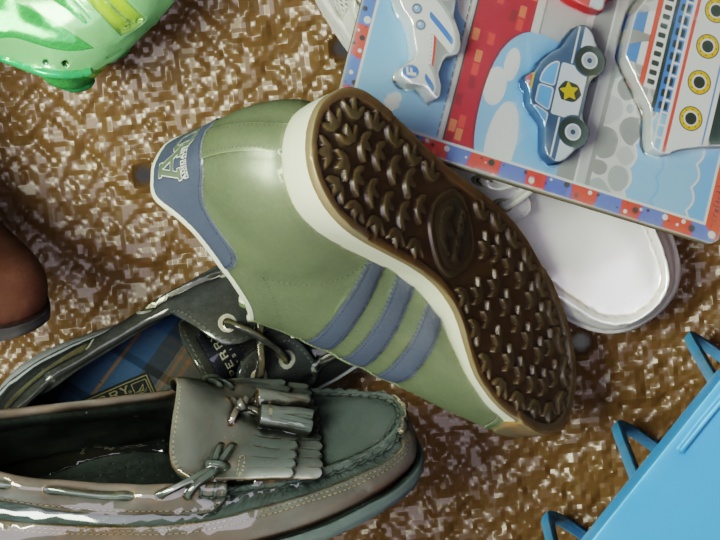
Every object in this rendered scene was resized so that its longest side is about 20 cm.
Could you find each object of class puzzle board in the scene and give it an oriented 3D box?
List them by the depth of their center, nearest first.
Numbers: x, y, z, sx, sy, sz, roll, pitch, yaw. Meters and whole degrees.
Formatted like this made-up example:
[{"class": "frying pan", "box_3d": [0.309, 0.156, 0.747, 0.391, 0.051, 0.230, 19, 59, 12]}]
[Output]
[{"class": "puzzle board", "box_3d": [0.084, -0.126, 0.905, 0.150, 0.017, 0.201, 16, 81, -10]}]

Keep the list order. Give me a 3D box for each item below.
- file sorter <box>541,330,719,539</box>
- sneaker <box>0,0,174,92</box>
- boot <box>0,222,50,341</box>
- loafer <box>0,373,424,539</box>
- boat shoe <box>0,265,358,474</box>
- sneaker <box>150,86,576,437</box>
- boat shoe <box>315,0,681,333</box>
[{"class": "file sorter", "box_3d": [0.122, 0.143, 0.950, 0.138, 0.123, 0.200, 37, 100, -8]}, {"class": "sneaker", "box_3d": [-0.095, -0.113, 0.926, 0.199, 0.074, 0.084, -10, 106, 14]}, {"class": "boot", "box_3d": [-0.170, -0.091, 0.883, 0.188, 0.068, 0.201, 35, 125, 26]}, {"class": "loafer", "box_3d": [-0.076, 0.070, 0.906, 0.199, 0.072, 0.063, -12, 121, -3]}, {"class": "boat shoe", "box_3d": [-0.054, 0.032, 0.960, 0.199, 0.057, 0.069, -27, 100, 6]}, {"class": "sneaker", "box_3d": [0.000, 0.000, 0.907, 0.089, 0.200, 0.068, -4, 59, 32]}, {"class": "boat shoe", "box_3d": [0.051, -0.052, 0.935, 0.071, 0.069, 0.200, -41, 100, 2]}]
